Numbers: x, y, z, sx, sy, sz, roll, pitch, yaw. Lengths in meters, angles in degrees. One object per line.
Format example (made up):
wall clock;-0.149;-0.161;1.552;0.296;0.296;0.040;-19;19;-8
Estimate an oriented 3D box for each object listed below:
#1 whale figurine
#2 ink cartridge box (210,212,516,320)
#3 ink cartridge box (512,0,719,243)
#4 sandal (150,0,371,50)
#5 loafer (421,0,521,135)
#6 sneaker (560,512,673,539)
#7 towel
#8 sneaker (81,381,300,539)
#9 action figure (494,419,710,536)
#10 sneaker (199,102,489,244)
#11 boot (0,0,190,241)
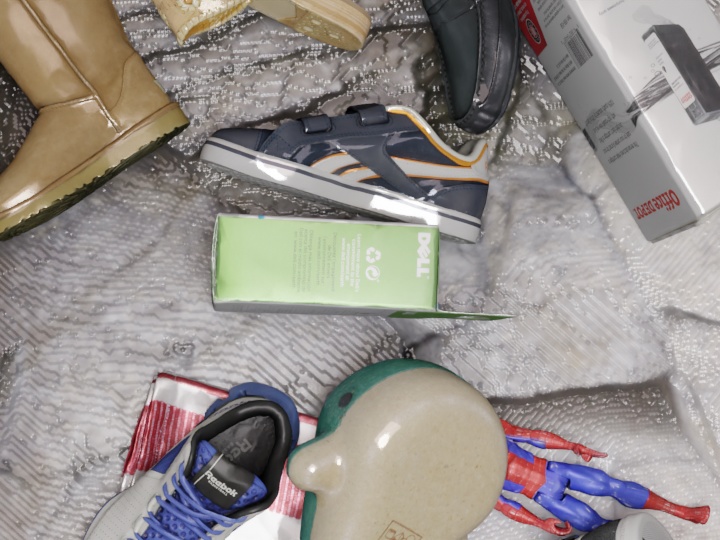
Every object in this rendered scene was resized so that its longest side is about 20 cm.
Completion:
whale figurine;0.004;0.148;1.203;0.159;0.104;0.200;32;93;-35
ink cartridge box;0.000;0.000;1.241;0.199;0.104;0.060;3;85;-4
ink cartridge box;0.192;-0.129;1.247;0.083;0.144;0.201;-30;88;-7
sandal;-0.100;-0.181;1.262;0.211;0.078;0.070;22;78;-7
loafer;0.065;-0.190;1.267;0.070;0.068;0.202;8;70;-29
sneaker;0.188;0.247;1.259;0.111;0.073;0.200;-19;118;32
towel;-0.101;0.182;1.258;0.143;0.023;0.201;17;84;-4
sneaker;-0.112;0.149;1.191;0.080;0.115;0.200;40;81;-1
action figure;0.138;0.149;1.269;0.199;0.052;0.066;21;87;0
sneaker;-0.007;-0.079;1.261;0.199;0.078;0.080;15;89;-15
boot;-0.235;-0.139;1.257;0.175;0.066;0.200;-34;89;-19
